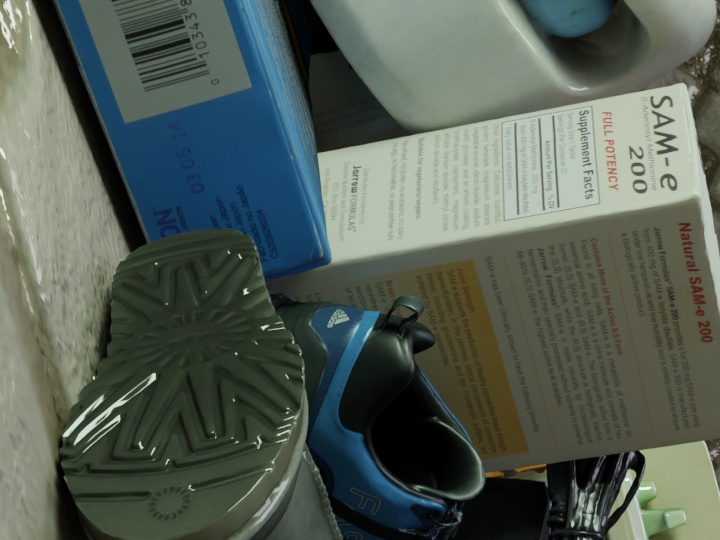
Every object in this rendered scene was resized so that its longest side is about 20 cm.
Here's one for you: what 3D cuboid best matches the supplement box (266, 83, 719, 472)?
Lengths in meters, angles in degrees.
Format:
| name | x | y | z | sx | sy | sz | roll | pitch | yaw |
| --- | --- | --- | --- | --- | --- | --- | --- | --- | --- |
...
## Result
| name | x | y | z | sx | sy | sz | roll | pitch | yaw |
| --- | --- | --- | --- | --- | --- | --- | --- | --- | --- |
| supplement box | 0.043 | 0.013 | 0.727 | 0.074 | 0.199 | 0.127 | -86 | 163 | -49 |

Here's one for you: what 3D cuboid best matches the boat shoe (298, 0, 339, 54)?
| name | x | y | z | sx | sy | sz | roll | pitch | yaw |
| --- | --- | --- | --- | --- | --- | --- | --- | --- | --- |
| boat shoe | -0.022 | -0.116 | 0.892 | 0.066 | 0.070 | 0.200 | 37 | -11 | 9 |

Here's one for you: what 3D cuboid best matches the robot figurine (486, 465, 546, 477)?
| name | x | y | z | sx | sy | sz | roll | pitch | yaw |
| --- | --- | --- | --- | --- | --- | --- | --- | --- | --- |
| robot figurine | 0.060 | 0.088 | 1.037 | 0.200 | 0.144 | 0.059 | 100 | -22 | -88 |

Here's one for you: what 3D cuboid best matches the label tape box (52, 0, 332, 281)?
| name | x | y | z | sx | sy | sz | roll | pitch | yaw |
| --- | --- | --- | --- | --- | --- | --- | --- | --- | --- |
| label tape box | -0.063 | -0.102 | 0.690 | 0.200 | 0.063 | 0.145 | -97 | 171 | -60 |

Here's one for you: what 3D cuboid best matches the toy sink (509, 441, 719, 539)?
| name | x | y | z | sx | sy | sz | roll | pitch | yaw |
| --- | --- | --- | --- | --- | --- | --- | --- | --- | --- |
| toy sink | 0.119 | 0.175 | 1.065 | 0.112 | 0.199 | 0.131 | 27 | 50 | -82 |

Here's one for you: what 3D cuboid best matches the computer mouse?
| name | x | y | z | sx | sy | sz | roll | pitch | yaw |
| --- | --- | --- | --- | --- | --- | --- | --- | --- | --- |
| computer mouse | 0.041 | 0.127 | 0.806 | 0.200 | 0.052 | 0.139 | -35 | -144 | 54 |

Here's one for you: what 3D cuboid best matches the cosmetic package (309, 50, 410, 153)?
| name | x | y | z | sx | sy | sz | roll | pitch | yaw |
| --- | --- | --- | --- | --- | --- | --- | --- | --- | --- |
| cosmetic package | 0.000 | 0.000 | 0.855 | 0.074 | 0.101 | 0.201 | -100 | 171 | -48 |

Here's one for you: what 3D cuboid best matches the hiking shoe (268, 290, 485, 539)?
| name | x | y | z | sx | sy | sz | roll | pitch | yaw |
| --- | --- | --- | --- | --- | --- | --- | --- | --- | --- |
| hiking shoe | 0.007 | 0.094 | 0.689 | 0.075 | 0.086 | 0.201 | -63 | 143 | -40 |

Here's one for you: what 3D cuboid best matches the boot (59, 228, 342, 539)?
| name | x | y | z | sx | sy | sz | roll | pitch | yaw |
| --- | --- | --- | --- | --- | --- | --- | --- | --- | --- |
| boot | -0.029 | 0.106 | 0.570 | 0.182 | 0.072 | 0.201 | -86 | 167 | -65 |

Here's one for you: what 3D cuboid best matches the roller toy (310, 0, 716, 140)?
| name | x | y | z | sx | sy | sz | roll | pitch | yaw |
| --- | --- | --- | --- | --- | --- | --- | --- | --- | --- |
| roller toy | 0.059 | -0.147 | 0.762 | 0.183 | 0.139 | 0.200 | 61 | 18 | 4 |
